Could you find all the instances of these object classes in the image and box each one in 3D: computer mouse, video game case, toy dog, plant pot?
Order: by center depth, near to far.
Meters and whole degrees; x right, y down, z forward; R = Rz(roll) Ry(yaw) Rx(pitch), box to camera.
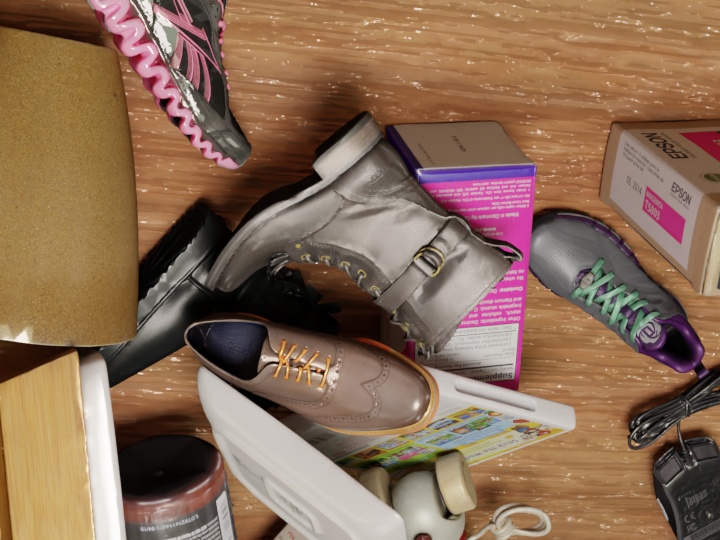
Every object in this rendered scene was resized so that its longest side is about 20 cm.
[{"bbox_3d":[-0.235,-0.066,0.977,0.184,0.186,0.203,9,95,-18],"label":"plant pot"},{"bbox_3d":[0.045,0.130,1.129,0.180,0.023,0.199,17,149,-34],"label":"video game case"},{"bbox_3d":[0.073,0.240,1.177,0.131,0.097,0.199,-31,130,28],"label":"toy dog"},{"bbox_3d":[0.336,0.183,1.309,0.139,0.046,0.201,-31,114,-4],"label":"computer mouse"}]

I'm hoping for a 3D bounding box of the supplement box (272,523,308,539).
[{"bbox_3d":[-0.061,0.321,1.218,0.200,0.074,0.126,-49,133,2],"label":"supplement box"}]

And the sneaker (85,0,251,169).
[{"bbox_3d":[-0.125,-0.167,1.008,0.095,0.079,0.201,-37,120,-8],"label":"sneaker"}]

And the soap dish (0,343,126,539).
[{"bbox_3d":[-0.222,0.151,0.981,0.080,0.157,0.203,-6,95,-20],"label":"soap dish"}]

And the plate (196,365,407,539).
[{"bbox_3d":[-0.046,0.174,1.077,0.032,0.199,0.200,-49,160,-17],"label":"plate"}]

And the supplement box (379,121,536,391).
[{"bbox_3d":[0.075,-0.007,1.113,0.102,0.101,0.203,-3,116,-13],"label":"supplement box"}]

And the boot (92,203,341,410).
[{"bbox_3d":[-0.124,0.060,1.110,0.198,0.073,0.162,-46,117,4],"label":"boot"}]

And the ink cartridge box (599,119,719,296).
[{"bbox_3d":[0.307,-0.056,1.096,0.162,0.200,0.076,-2,115,-14],"label":"ink cartridge box"}]

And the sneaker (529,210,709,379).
[{"bbox_3d":[0.224,0.021,1.173,0.199,0.088,0.075,31,104,-25],"label":"sneaker"}]

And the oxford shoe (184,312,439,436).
[{"bbox_3d":[-0.040,0.077,1.002,0.197,0.073,0.072,11,86,23],"label":"oxford shoe"}]

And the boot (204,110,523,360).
[{"bbox_3d":[0.000,0.000,1.019,0.199,0.069,0.174,-39,101,19],"label":"boot"}]

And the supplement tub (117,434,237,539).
[{"bbox_3d":[-0.148,0.243,1.109,0.105,0.107,0.203,-10,114,-10],"label":"supplement tub"}]
